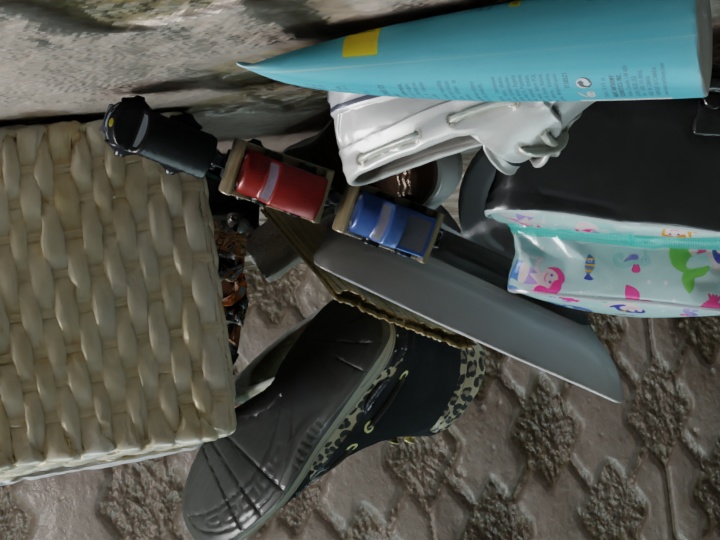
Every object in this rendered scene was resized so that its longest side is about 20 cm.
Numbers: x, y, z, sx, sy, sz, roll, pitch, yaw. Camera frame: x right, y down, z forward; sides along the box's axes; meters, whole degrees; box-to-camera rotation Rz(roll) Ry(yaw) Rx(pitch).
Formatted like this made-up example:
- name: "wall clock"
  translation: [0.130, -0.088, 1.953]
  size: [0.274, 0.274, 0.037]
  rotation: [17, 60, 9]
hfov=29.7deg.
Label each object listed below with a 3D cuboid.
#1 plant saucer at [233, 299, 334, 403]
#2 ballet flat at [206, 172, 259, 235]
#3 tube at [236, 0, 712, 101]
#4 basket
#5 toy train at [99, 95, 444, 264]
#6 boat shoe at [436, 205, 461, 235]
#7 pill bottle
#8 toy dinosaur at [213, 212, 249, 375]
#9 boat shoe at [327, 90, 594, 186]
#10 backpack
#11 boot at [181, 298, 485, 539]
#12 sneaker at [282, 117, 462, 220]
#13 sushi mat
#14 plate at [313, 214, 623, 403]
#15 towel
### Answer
- name: "plant saucer"
  translation: [-0.004, 0.055, 1.018]
  size: [0.199, 0.051, 0.200]
  rotation: [-32, -172, 5]
- name: "ballet flat"
  translation: [-0.124, -0.043, 1.038]
  size: [0.072, 0.074, 0.200]
  rotation: [-7, 178, 16]
- name: "tube"
  translation: [0.051, -0.093, 0.590]
  size: [0.197, 0.051, 0.077]
  rotation: [-3, 176, 20]
- name: "basket"
  translation: [-0.185, 0.023, 0.797]
  size: [0.195, 0.203, 0.161]
  rotation: [-7, 176, -17]
- name: "toy train"
  translation: [-0.039, -0.046, 0.710]
  size: [0.198, 0.035, 0.046]
  rotation: [19, -176, -21]
- name: "boat shoe"
  translation: [0.036, -0.038, 1.058]
  size: [0.057, 0.069, 0.200]
  rotation: [-43, -179, 5]
- name: "pill bottle"
  translation: [0.170, -0.051, 1.098]
  size: [0.118, 0.122, 0.199]
  rotation: [-8, 178, 28]
- name: "toy dinosaur"
  translation: [-0.113, 0.034, 0.986]
  size: [0.101, 0.137, 0.200]
  rotation: [14, 160, 15]
- name: "boat shoe"
  translation: [0.073, -0.080, 0.658]
  size: [0.197, 0.067, 0.072]
  rotation: [-8, 178, 24]
- name: "backpack"
  translation: [0.166, -0.050, 0.799]
  size: [0.175, 0.153, 0.200]
  rotation: [6, -170, 12]
- name: "boot"
  translation: [-0.013, 0.110, 0.906]
  size: [0.204, 0.074, 0.153]
  rotation: [-51, 148, 17]
- name: "sneaker"
  translation: [0.022, -0.074, 0.836]
  size: [0.084, 0.074, 0.199]
  rotation: [-18, -170, -24]
- name: "sushi mat"
  translation: [0.000, 0.000, 0.867]
  size: [0.095, 0.012, 0.200]
  rotation: [22, -171, -23]
- name: "plate"
  translation: [0.070, 0.008, 0.860]
  size: [0.197, 0.033, 0.200]
  rotation: [25, -170, -2]
- name: "towel"
  translation: [-0.034, -0.045, 1.083]
  size: [0.132, 0.035, 0.200]
  rotation: [-39, 178, -4]
